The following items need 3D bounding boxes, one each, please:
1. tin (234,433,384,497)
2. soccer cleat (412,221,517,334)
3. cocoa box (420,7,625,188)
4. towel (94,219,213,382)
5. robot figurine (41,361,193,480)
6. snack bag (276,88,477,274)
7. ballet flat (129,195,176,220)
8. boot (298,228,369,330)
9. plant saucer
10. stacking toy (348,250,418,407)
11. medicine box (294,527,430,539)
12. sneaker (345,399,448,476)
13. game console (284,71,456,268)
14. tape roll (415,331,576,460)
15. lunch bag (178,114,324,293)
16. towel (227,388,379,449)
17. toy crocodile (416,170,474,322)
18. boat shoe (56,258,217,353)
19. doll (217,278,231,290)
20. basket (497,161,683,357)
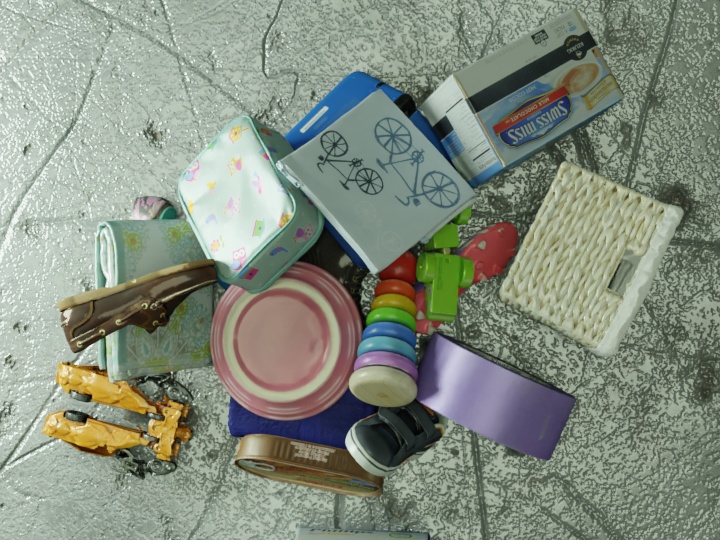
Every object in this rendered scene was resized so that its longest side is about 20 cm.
[{"bbox_3d":[-0.065,0.254,1.502,0.197,0.112,0.042,11,63,1],"label":"tin"},{"bbox_3d":[0.124,0.003,1.521,0.200,0.076,0.067,-45,122,-12],"label":"soccer cleat"},{"bbox_3d":[0.203,-0.213,1.455,0.198,0.133,0.132,-30,89,-17],"label":"cocoa box"},{"bbox_3d":[-0.263,0.036,1.488,0.048,0.170,0.203,2,93,38],"label":"towel"},{"bbox_3d":[-0.315,0.192,1.535,0.197,0.058,0.147,15,91,2],"label":"robot figurine"},{"bbox_3d":[0.023,-0.106,1.399,0.189,0.021,0.200,48,57,5],"label":"snack bag"},{"bbox_3d":[-0.302,-0.002,1.536,0.070,0.069,0.203,13,85,22],"label":"ballet flat"},{"bbox_3d":[0.000,0.000,1.520,0.200,0.069,0.174,43,90,1],"label":"boot"},{"bbox_3d":[-0.096,0.087,1.448,0.197,0.051,0.204,0,86,6],"label":"plant saucer"},{"bbox_3d":[0.041,0.064,1.444,0.084,0.086,0.202,9,60,2],"label":"stacking toy"},{"bbox_3d":[0.000,0.446,1.503,0.179,0.103,0.203,2,91,2],"label":"medicine box"},{"bbox_3d":[0.050,0.199,1.450,0.080,0.199,0.079,-47,74,17],"label":"sneaker"},{"bbox_3d":[-0.002,-0.135,1.510,0.200,0.119,0.170,-45,50,-14],"label":"game console"},{"bbox_3d":[0.165,0.156,1.448,0.198,0.200,0.086,25,92,2],"label":"tape roll"},{"bbox_3d":[-0.140,-0.081,1.431,0.160,0.077,0.201,-45,52,20],"label":"lunch bag"},{"bbox_3d":[-0.072,0.163,1.511,0.197,0.050,0.150,8,107,7],"label":"towel"},{"bbox_3d":[0.101,-0.035,1.457,0.066,0.062,0.203,2,82,-18],"label":"toy crocodile"},{"bbox_3d":[-0.261,0.043,1.381,0.197,0.070,0.071,-18,83,2],"label":"boat shoe"},{"bbox_3d":[-0.148,-0.020,1.518,0.135,0.048,0.203,-13,79,30],"label":"doll"},{"bbox_3d":[0.282,-0.014,1.450,0.159,0.200,0.200,27,91,7],"label":"basket"}]
